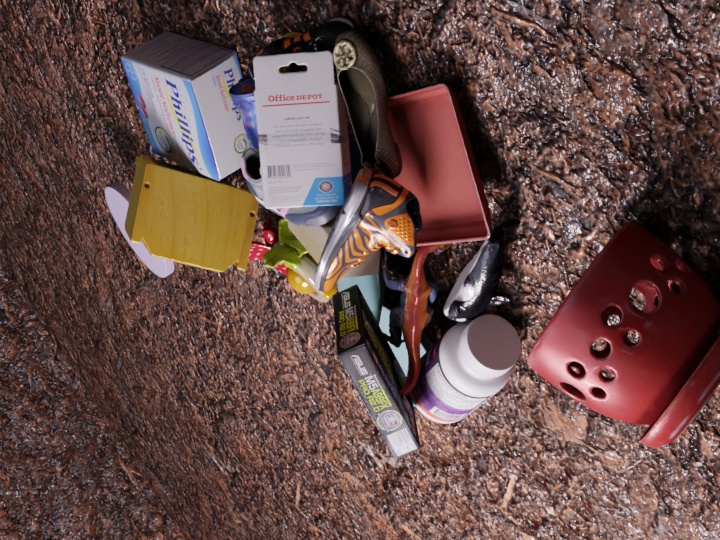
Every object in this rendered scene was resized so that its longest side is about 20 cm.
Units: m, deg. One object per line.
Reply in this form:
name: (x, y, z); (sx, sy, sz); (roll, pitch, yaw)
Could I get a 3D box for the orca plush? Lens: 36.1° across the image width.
orca plush: (0.175, 0.011, 1.475); (0.070, 0.106, 0.201); (23, 129, -2)

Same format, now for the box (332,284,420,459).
box: (0.022, 0.144, 1.586); (0.161, 0.044, 0.201); (-96, -19, -61)

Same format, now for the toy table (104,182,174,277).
toy table: (-0.385, -0.100, 2.112); (0.201, 0.117, 0.183); (59, 151, -8)

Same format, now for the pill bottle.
pill bottle: (0.151, 0.138, 1.586); (0.112, 0.111, 0.200); (50, 150, 7)

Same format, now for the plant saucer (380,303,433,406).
plant saucer: (0.062, 0.127, 1.780); (0.199, 0.036, 0.201); (37, 146, 30)

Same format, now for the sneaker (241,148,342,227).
sneaker: (-0.107, -0.122, 1.591); (0.199, 0.070, 0.082); (21, 151, 45)

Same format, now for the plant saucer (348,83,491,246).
plant saucer: (0.083, -0.135, 1.442); (0.199, 0.036, 0.202); (-4, 107, 52)

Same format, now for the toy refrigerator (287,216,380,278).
toy refrigerator: (-0.042, -0.056, 1.620); (0.200, 0.075, 0.071); (-132, 39, -56)

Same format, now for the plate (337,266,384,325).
plate: (0.000, 0.000, 1.699); (0.200, 0.025, 0.203); (166, 90, -70)

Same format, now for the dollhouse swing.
dollhouse swing: (-0.297, -0.097, 1.853); (0.175, 0.198, 0.184); (-5, 73, 63)

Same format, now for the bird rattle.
bird rattle: (-0.113, -0.005, 1.825); (0.163, 0.113, 0.200); (46, 159, -9)

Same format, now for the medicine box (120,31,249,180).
medicine box: (-0.271, -0.268, 1.788); (0.199, 0.103, 0.184); (25, 139, 43)

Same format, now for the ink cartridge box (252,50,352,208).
ink cartridge box: (-0.076, -0.190, 1.487); (0.114, 0.068, 0.203); (-2, 102, 11)

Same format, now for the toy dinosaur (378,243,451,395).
toy dinosaur: (0.090, 0.040, 1.547); (0.182, 0.104, 0.202); (107, 151, -58)

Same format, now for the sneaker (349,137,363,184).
sneaker: (-0.021, -0.141, 1.599); (0.199, 0.077, 0.081); (24, 154, 45)

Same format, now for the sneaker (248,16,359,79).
sneaker: (-0.077, -0.286, 1.499); (0.199, 0.090, 0.071); (4, 125, 54)

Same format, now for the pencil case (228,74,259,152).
pencil case: (-0.143, -0.205, 1.694); (0.087, 0.078, 0.202); (36, 147, 48)

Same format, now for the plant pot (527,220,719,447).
plant pot: (0.310, 0.074, 1.212); (0.182, 0.200, 0.201); (35, 147, 15)

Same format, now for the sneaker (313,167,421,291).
sneaker: (0.014, -0.032, 1.453); (0.111, 0.078, 0.201); (24, 130, -5)

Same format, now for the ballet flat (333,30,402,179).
ballet flat: (0.004, -0.207, 1.425); (0.067, 0.046, 0.202); (0, 111, 46)
